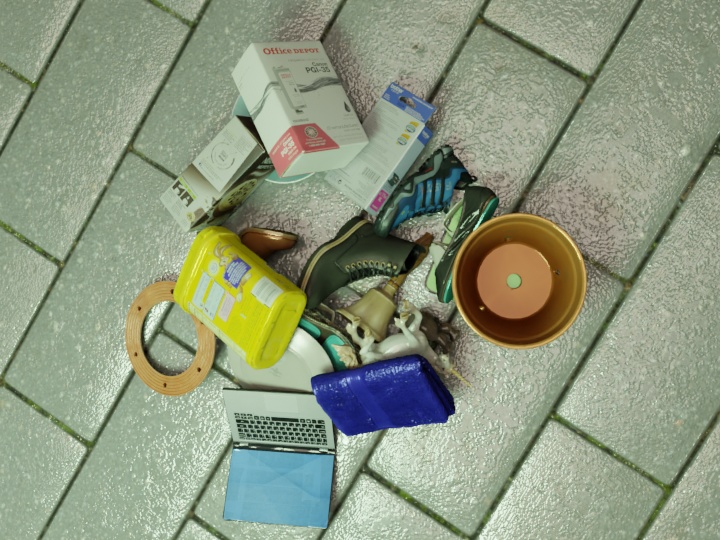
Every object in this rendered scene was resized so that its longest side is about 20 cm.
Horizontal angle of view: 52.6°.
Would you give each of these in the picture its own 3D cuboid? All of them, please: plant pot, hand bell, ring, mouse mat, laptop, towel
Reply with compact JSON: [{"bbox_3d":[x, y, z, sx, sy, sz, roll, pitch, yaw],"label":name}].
[{"bbox_3d":[0.245,0.018,1.143,0.197,0.140,0.203,0,88,9],"label":"plant pot"},{"bbox_3d":[0.060,0.020,1.218,0.104,0.104,0.201,37,83,8],"label":"hand bell"},{"bbox_3d":[-0.333,0.119,1.279,0.198,0.019,0.203,1,92,25],"label":"ring"},{"bbox_3d":[0.223,-0.005,1.221,0.198,0.008,0.163,23,93,10],"label":"mouse mat"},{"bbox_3d":[-0.142,0.312,1.216,0.185,0.116,0.202,2,124,9],"label":"laptop"},{"bbox_3d":[0.035,0.203,1.139,0.198,0.050,0.148,-17,130,26],"label":"towel"}]

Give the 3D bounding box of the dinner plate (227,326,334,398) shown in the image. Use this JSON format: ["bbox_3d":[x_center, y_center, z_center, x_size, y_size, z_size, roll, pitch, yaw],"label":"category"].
[{"bbox_3d":[-0.137,0.168,1.216,0.198,0.024,0.202,10,122,16],"label":"dinner plate"}]

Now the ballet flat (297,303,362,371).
[{"bbox_3d":[-0.054,0.099,1.202,0.199,0.075,0.068,39,135,-5],"label":"ballet flat"}]

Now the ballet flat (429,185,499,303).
[{"bbox_3d":[0.159,-0.047,1.196,0.068,0.068,0.202,30,101,25],"label":"ballet flat"}]

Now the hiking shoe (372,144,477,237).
[{"bbox_3d":[0.105,-0.117,1.185,0.087,0.074,0.200,44,74,0],"label":"hiking shoe"}]

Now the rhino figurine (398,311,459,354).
[{"bbox_3d":[0.075,0.157,1.215,0.087,0.060,0.201,36,93,2],"label":"rhino figurine"}]

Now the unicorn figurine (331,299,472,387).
[{"bbox_3d":[0.065,0.120,1.142,0.198,0.074,0.138,-9,125,15],"label":"unicorn figurine"}]

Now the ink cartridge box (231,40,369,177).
[{"bbox_3d":[-0.097,-0.262,1.167,0.083,0.146,0.202,-37,74,48],"label":"ink cartridge box"}]

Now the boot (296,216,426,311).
[{"bbox_3d":[0.000,0.000,1.163,0.137,0.078,0.201,21,59,28],"label":"boot"}]

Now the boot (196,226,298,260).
[{"bbox_3d":[-0.197,0.007,1.252,0.197,0.077,0.157,-3,88,11],"label":"boot"}]

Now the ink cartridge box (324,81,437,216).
[{"bbox_3d":[0.038,-0.203,1.213,0.119,0.042,0.201,39,98,38],"label":"ink cartridge box"}]

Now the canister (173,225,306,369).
[{"bbox_3d":[-0.190,0.043,1.147,0.199,0.086,0.150,35,108,30],"label":"canister"}]

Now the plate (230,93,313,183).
[{"bbox_3d":[-0.131,-0.252,1.272,0.197,0.026,0.203,0,90,9],"label":"plate"}]

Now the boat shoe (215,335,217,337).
[{"bbox_3d":[-0.162,0.122,1.247,0.199,0.074,0.064,10,83,5],"label":"boat shoe"}]

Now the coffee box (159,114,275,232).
[{"bbox_3d":[-0.225,-0.161,1.222,0.200,0.113,0.080,-42,83,20],"label":"coffee box"}]
